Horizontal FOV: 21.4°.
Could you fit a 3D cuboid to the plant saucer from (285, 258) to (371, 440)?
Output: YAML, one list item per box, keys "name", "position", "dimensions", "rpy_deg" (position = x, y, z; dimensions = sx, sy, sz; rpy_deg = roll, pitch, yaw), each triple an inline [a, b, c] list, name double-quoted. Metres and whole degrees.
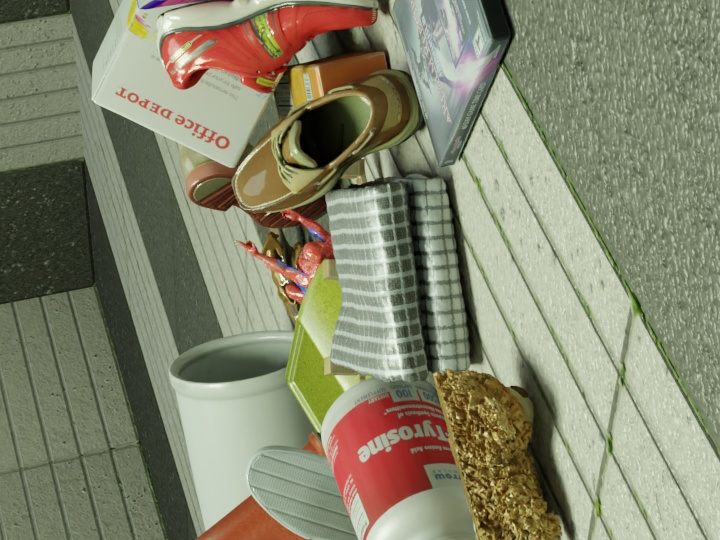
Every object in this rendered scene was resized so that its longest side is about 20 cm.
- name: "plant saucer"
  position: [-0.011, 0.119, 1.792]
  dimensions: [0.201, 0.048, 0.200]
  rpy_deg: [57, 159, 20]

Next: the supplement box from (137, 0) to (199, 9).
- name: "supplement box"
  position: [-0.089, -0.285, 1.584]
  dimensions: [0.103, 0.198, 0.102]
  rpy_deg: [-170, 69, -74]

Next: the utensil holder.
- name: "utensil holder"
  position: [-0.115, 0.189, 2.142]
  dimensions: [0.170, 0.168, 0.202]
  rpy_deg: [-138, 37, -69]

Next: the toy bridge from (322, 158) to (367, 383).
- name: "toy bridge"
  position: [0.000, 0.000, 1.708]
  dimensions: [0.027, 0.067, 0.202]
  rpy_deg: [151, 119, -75]

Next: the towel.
- name: "towel"
  position: [0.022, 0.006, 1.593]
  dimensions: [0.200, 0.085, 0.167]
  rpy_deg: [-179, 79, -77]

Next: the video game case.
- name: "video game case"
  position: [0.064, -0.184, 1.413]
  dimensions: [0.200, 0.019, 0.144]
  rpy_deg: [112, 145, -65]

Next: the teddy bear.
- name: "teddy bear"
  position: [0.110, 0.162, 1.426]
  dimensions: [0.145, 0.066, 0.202]
  rpy_deg: [-130, 24, -82]

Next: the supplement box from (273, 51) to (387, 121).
- name: "supplement box"
  position: [-0.027, -0.158, 1.713]
  dimensions: [0.200, 0.066, 0.069]
  rpy_deg: [-153, 52, -74]

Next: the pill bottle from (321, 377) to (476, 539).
- name: "pill bottle"
  position: [0.045, 0.191, 1.583]
  dimensions: [0.201, 0.111, 0.113]
  rpy_deg: [-115, 19, -44]

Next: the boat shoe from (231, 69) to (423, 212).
- name: "boat shoe"
  position: [-0.040, -0.108, 1.578]
  dimensions: [0.199, 0.074, 0.076]
  rpy_deg: [-32, 80, 36]

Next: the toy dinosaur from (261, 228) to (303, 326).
- name: "toy dinosaur"
  position: [-0.088, -0.020, 2.091]
  dimensions: [0.106, 0.060, 0.202]
  rpy_deg: [131, 128, -75]

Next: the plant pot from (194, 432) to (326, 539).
- name: "plant pot"
  position: [-0.072, 0.295, 1.845]
  dimensions: [0.202, 0.194, 0.201]
  rpy_deg: [56, 175, 8]

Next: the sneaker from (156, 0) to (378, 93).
- name: "sneaker"
  position: [-0.075, -0.195, 1.627]
  dimensions: [0.077, 0.198, 0.086]
  rpy_deg: [-31, -67, -73]

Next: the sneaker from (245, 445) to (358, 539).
- name: "sneaker"
  position: [-0.013, 0.211, 1.703]
  dimensions: [0.074, 0.199, 0.071]
  rpy_deg: [-64, 10, 1]

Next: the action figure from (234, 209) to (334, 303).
- name: "action figure"
  position: [-0.067, -0.018, 1.867]
  dimensions: [0.099, 0.065, 0.200]
  rpy_deg: [35, 172, -1]

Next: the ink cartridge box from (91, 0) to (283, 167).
- name: "ink cartridge box"
  position: [-0.140, -0.227, 1.740]
  dimensions: [0.201, 0.146, 0.146]
  rpy_deg: [-61, 17, 15]

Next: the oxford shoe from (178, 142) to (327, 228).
- name: "oxford shoe"
  position: [-0.099, -0.095, 1.861]
  dimensions: [0.199, 0.070, 0.075]
  rpy_deg: [19, -137, -52]
